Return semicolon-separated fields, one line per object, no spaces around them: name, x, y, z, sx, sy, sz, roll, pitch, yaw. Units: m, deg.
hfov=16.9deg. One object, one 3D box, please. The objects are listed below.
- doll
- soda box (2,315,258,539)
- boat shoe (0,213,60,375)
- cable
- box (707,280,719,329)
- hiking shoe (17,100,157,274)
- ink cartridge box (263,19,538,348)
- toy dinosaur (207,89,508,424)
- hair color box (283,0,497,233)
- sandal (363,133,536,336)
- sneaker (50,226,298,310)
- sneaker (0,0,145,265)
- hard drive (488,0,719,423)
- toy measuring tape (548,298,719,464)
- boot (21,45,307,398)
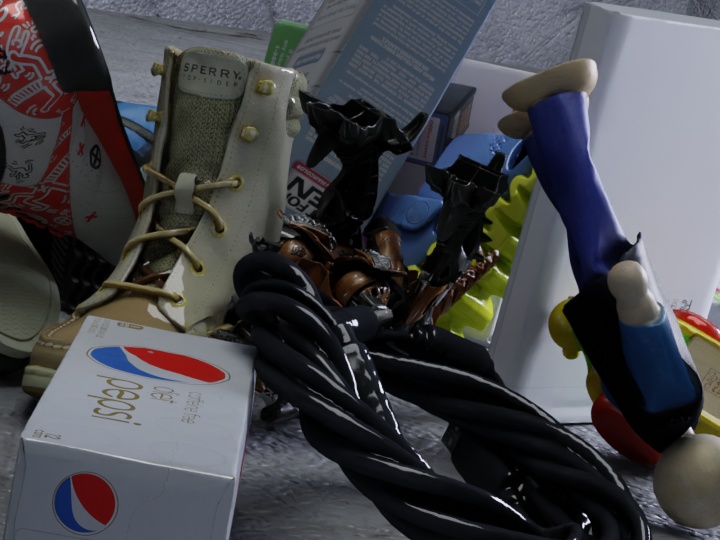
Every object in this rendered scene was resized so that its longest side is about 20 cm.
doll;0.110;0.014;1.018;0.048;0.201;0.136;-19;-13;-4
soda box;-0.074;0.068;0.808;0.068;0.064;0.200;10;10;-2
boat shoe;-0.190;0.002;1.119;0.072;0.068;0.200;31;11;-31
cable;0.027;0.054;0.888;0.163;0.051;0.200;36;11;-22
box;0.156;0.016;1.459;0.199;0.041;0.156;10;9;-11
hiking shoe;-0.150;-0.048;1.291;0.199;0.075;0.087;-3;47;-33
ink cartridge box;0.031;-0.045;1.326;0.200;0.146;0.087;17;-1;34
toy dinosaur;0.000;0.000;1.071;0.102;0.136;0.200;21;18;7
hair color box;0.004;-0.102;1.235;0.061;0.200;0.099;33;-10;-15
sandal;0.070;-0.041;1.206;0.079;0.200;0.087;45;11;-52
sneaker;-0.055;0.003;1.203;0.200;0.070;0.090;14;12;32
sneaker;-0.158;-0.051;1.088;0.108;0.067;0.202;-21;-29;-5
hard drive;0.131;-0.024;1.162;0.132;0.201;0.027;2;19;-42
toy measuring tape;0.169;0.073;1.097;0.200;0.074;0.074;32;17;21
boot;-0.079;-0.020;1.047;0.072;0.155;0.200;14;10;16
